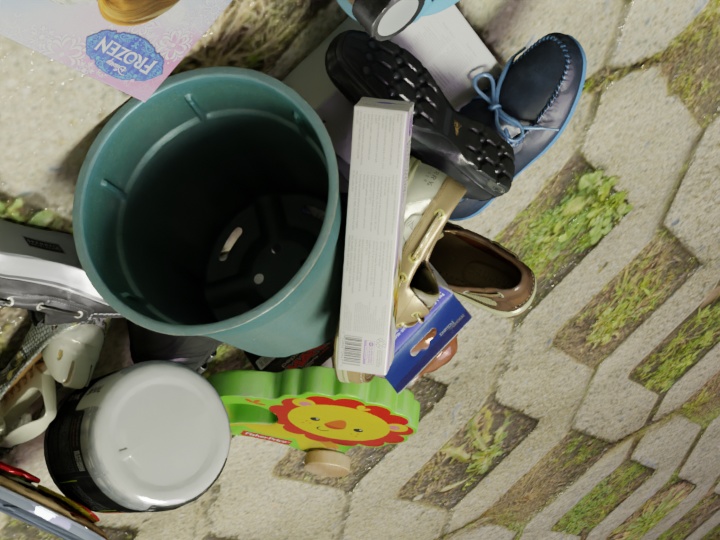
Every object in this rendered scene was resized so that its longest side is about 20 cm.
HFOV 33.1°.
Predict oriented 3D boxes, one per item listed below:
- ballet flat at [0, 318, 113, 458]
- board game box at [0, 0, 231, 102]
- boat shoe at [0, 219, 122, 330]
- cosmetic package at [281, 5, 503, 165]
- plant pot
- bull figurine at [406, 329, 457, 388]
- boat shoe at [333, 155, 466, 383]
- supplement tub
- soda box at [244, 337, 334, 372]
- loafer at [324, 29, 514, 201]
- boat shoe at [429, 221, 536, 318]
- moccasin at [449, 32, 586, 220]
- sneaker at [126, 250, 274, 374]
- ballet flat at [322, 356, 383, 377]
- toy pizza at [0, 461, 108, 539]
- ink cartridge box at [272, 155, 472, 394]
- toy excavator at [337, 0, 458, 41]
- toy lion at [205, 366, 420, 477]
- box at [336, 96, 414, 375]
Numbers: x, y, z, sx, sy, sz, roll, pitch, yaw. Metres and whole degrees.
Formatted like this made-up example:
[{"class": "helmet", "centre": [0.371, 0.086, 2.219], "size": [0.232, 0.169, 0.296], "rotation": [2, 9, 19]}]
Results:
[{"class": "ballet flat", "centre": [-0.260, 0.087, 1.020], "size": [0.200, 0.072, 0.072], "rotation": [-46, 149, 15]}, {"class": "board game box", "centre": [-0.145, -0.217, 0.748], "size": [0.200, 0.041, 0.200], "rotation": [-46, 149, 16]}, {"class": "boat shoe", "centre": [-0.240, 0.013, 0.933], "size": [0.200, 0.070, 0.066], "rotation": [16, 114, -52]}, {"class": "cosmetic package", "centre": [0.038, -0.149, 1.024], "size": [0.151, 0.052, 0.200], "rotation": [-44, 149, 6]}, {"class": "plant pot", "centre": [-0.088, -0.024, 0.942], "size": [0.200, 0.200, 0.196], "rotation": [-38, 157, 1]}, {"class": "bull figurine", "centre": [0.038, 0.066, 1.224], "size": [0.121, 0.065, 0.200], "rotation": [-36, -169, -3]}, {"class": "boat shoe", "centre": [0.029, 0.011, 0.942], "size": [0.074, 0.066, 0.200], "rotation": [-54, 162, -58]}, {"class": "supplement tub", "centre": [-0.201, 0.148, 1.047], "size": [0.122, 0.123, 0.200], "rotation": [-17, 178, -30]}, {"class": "soda box", "centre": [-0.025, 0.027, 1.190], "size": [0.200, 0.063, 0.071], "rotation": [-40, 150, 7]}, {"class": "loafer", "centre": [0.039, -0.112, 0.945], "size": [0.070, 0.068, 0.200], "rotation": [-16, 141, 42]}, {"class": "boat shoe", "centre": [0.063, -0.021, 1.095], "size": [0.075, 0.202, 0.075], "rotation": [55, 53, -74]}, {"class": "moccasin", "centre": [0.115, -0.114, 1.027], "size": [0.068, 0.081, 0.200], "rotation": [2, 131, -43]}, {"class": "sneaker", "centre": [-0.124, 0.042, 1.106], "size": [0.199, 0.071, 0.099], "rotation": [-11, 143, -28]}, {"class": "ballet flat", "centre": [-0.025, 0.099, 1.299], "size": [0.200, 0.069, 0.071], "rotation": [-20, 128, -33]}, {"class": "toy pizza", "centre": [-0.298, 0.185, 1.029], "size": [0.032, 0.200, 0.200], "rotation": [-66, 156, -19]}, {"class": "ink cartridge box", "centre": [0.000, 0.000, 1.041], "size": [0.099, 0.200, 0.039], "rotation": [-48, 152, 17]}, {"class": "toy excavator", "centre": [0.073, -0.254, 0.893], "size": [0.194, 0.100, 0.200], "rotation": [-45, 162, 17]}, {"class": "toy lion", "centre": [-0.052, 0.132, 1.145], "size": [0.199, 0.069, 0.192], "rotation": [14, 153, -14]}, {"class": "box", "centre": [0.010, -0.023, 0.881], "size": [0.039, 0.041, 0.201], "rotation": [-60, 155, -70]}]
